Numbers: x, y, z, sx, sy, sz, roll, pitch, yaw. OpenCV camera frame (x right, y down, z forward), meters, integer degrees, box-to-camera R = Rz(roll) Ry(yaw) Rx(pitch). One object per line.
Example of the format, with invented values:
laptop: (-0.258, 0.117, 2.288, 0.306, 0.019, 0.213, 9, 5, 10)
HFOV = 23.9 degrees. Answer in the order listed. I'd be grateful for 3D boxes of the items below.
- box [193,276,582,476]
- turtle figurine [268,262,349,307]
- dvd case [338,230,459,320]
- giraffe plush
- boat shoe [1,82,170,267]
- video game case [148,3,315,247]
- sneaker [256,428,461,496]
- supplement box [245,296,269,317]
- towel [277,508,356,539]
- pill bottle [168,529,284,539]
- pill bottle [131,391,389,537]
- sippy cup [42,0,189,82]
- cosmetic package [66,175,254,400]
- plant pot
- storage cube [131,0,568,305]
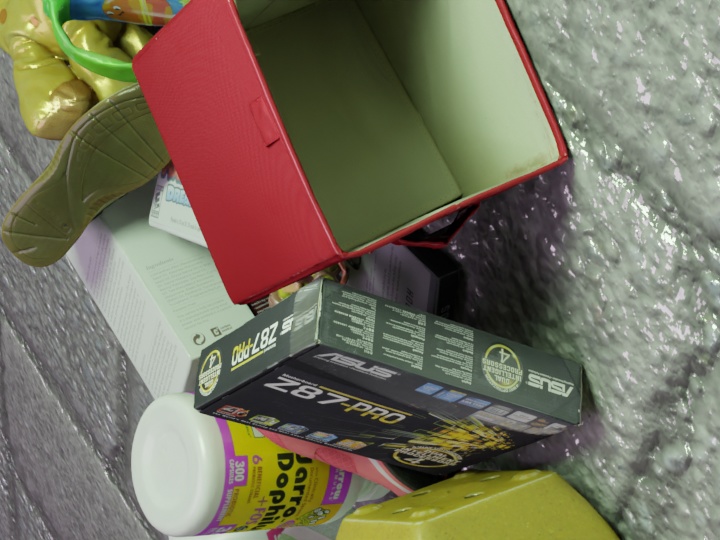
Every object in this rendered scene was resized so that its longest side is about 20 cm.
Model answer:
box: (0.017, 0.073, 1.086, 0.161, 0.198, 0.050, -31, 47, 51)
turtle figurine: (-0.045, -0.006, 1.240, 0.200, 0.064, 0.163, -124, 40, -48)
dvd case: (0.000, 0.000, 1.260, 0.200, 0.025, 0.151, 45, 146, 35)
giraffe plush: (-0.220, -0.224, 1.354, 0.199, 0.172, 0.163, 37, 133, 16)
boat shoe: (-0.202, -0.085, 1.315, 0.072, 0.066, 0.201, 40, 116, -16)
video game case: (-0.095, -0.108, 1.243, 0.200, 0.023, 0.184, 18, 97, 61)
sneaker: (-0.014, 0.106, 1.212, 0.199, 0.074, 0.087, 33, 148, -23)
supplement box: (-0.094, 0.035, 1.420, 0.200, 0.060, 0.110, 46, 146, 33)
towel: (-0.026, 0.271, 1.289, 0.151, 0.201, 0.024, 21, 145, 23)
pill bottle: (-0.112, 0.270, 1.579, 0.113, 0.113, 0.202, 10, 120, 59)
pill bottle: (-0.066, 0.142, 1.285, 0.104, 0.199, 0.106, -2, 88, 50)
sippy cup: (-0.146, -0.231, 1.207, 0.140, 0.129, 0.180, -91, 15, -68)
cosmetic package: (-0.165, 0.013, 1.389, 0.201, 0.071, 0.102, 55, 147, 24)
plant pot: (0.083, 0.241, 1.131, 0.194, 0.194, 0.202, -12, 92, 63)
storage cube: (-0.013, -0.097, 1.044, 0.179, 0.170, 0.202, -22, 92, 64)
